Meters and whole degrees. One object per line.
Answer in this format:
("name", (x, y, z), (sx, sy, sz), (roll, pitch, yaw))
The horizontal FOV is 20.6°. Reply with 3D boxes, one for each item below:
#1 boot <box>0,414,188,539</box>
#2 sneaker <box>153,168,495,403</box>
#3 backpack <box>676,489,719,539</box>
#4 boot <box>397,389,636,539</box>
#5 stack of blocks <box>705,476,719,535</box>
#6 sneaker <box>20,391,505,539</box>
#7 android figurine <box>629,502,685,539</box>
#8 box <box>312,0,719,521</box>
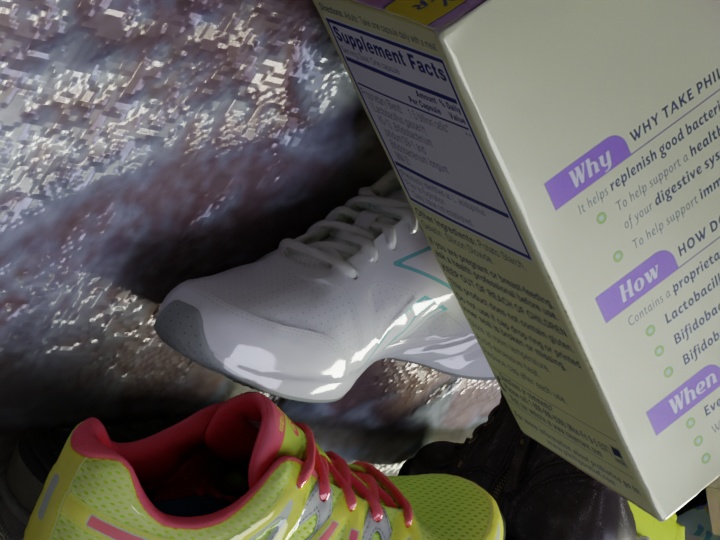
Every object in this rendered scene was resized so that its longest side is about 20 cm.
("boot", (-0.111, 0.154, 0.798), (0.181, 0.073, 0.201), (8, 117, -39))
("sneaker", (0.000, 0.000, 0.752), (0.199, 0.070, 0.081), (-6, 119, -51))
("backpack", (0.210, 0.202, 1.211), (0.199, 0.155, 0.163), (0, 146, -34))
("boot", (0.082, 0.046, 0.866), (0.069, 0.200, 0.176), (3, 99, -24))
("stack of blocks", (0.252, 0.117, 1.106), (0.115, 0.058, 0.202), (-21, 108, -35))
("sneaker", (-0.026, 0.086, 0.702), (0.199, 0.078, 0.091), (-2, 115, -34))
("android figurine", (0.108, 0.182, 1.042), (0.181, 0.041, 0.202), (25, 82, -31))
("box", (0.109, -0.053, 0.685), (0.175, 0.097, 0.201), (-35, 119, -14))
